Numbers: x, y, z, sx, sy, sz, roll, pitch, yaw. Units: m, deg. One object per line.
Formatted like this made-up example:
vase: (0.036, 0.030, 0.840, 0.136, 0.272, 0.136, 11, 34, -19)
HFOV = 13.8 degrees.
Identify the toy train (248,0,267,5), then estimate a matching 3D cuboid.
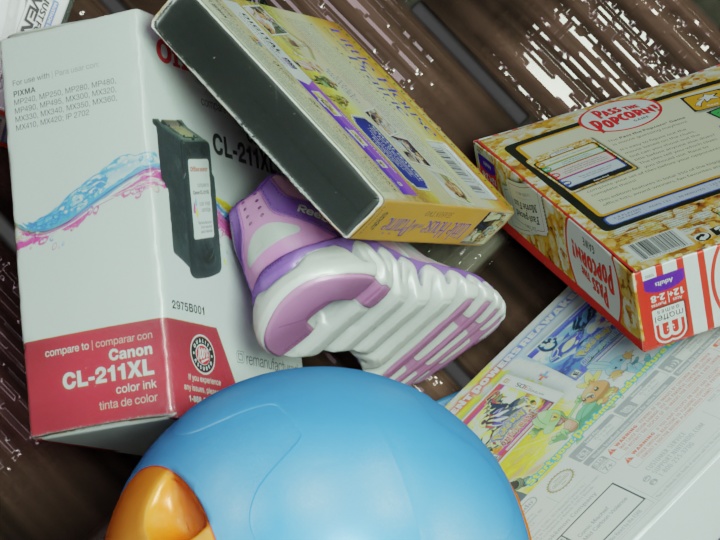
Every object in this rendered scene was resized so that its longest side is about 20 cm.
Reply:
toy train: (-0.056, -0.063, 1.558, 0.046, 0.034, 0.200, -14, 80, 7)

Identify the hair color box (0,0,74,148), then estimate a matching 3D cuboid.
hair color box: (-0.249, -0.150, 1.523, 0.200, 0.064, 0.111, 20, 72, -5)

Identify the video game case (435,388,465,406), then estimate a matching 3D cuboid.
video game case: (0.094, 0.122, 1.551, 0.200, 0.018, 0.143, -23, 83, -15)

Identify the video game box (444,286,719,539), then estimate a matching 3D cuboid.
video game box: (0.127, 0.079, 1.471, 0.200, 0.182, 0.047, -43, 125, -17)

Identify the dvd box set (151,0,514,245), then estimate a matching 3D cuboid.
dvd box set: (-0.010, -0.073, 1.466, 0.029, 0.200, 0.146, -46, 76, 14)

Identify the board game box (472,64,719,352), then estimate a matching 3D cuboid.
board game box: (0.165, -0.037, 1.515, 0.151, 0.200, 0.046, -17, 116, -14)

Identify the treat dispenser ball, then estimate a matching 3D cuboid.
treat dispenser ball: (-0.019, 0.144, 1.354, 0.200, 0.201, 0.201, 3, 77, -11)

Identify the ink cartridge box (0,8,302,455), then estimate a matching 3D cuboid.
ink cartridge box: (-0.101, -0.015, 1.468, 0.083, 0.146, 0.200, -11, 79, 25)

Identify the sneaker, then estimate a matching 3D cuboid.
sneaker: (0.000, 0.000, 1.487, 0.080, 0.200, 0.089, -41, 63, 16)
